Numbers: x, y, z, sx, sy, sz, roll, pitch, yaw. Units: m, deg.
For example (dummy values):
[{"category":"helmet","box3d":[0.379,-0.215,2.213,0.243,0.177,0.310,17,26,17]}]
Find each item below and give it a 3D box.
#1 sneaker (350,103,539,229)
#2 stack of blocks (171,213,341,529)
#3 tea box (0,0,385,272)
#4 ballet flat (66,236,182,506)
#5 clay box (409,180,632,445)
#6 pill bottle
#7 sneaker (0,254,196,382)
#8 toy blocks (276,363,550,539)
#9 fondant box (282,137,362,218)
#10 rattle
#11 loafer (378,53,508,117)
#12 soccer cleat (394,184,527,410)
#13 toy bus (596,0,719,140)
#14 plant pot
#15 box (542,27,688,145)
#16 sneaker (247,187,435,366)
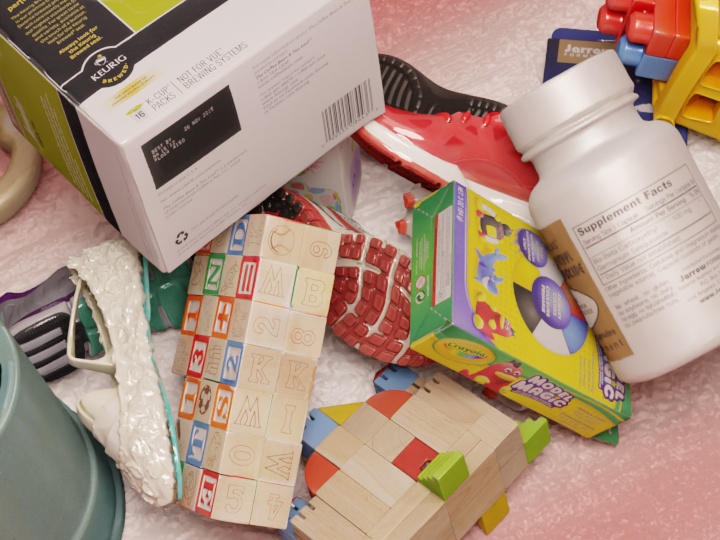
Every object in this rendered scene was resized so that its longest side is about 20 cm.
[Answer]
[{"category":"sneaker","box3d":[0.094,-0.102,1.111,0.198,0.078,0.116,26,89,-13]},{"category":"stack of blocks","box3d":[-0.081,0.066,1.062,0.058,0.115,0.203,13,85,-28]},{"category":"tea box","box3d":[-0.123,-0.145,1.037,0.199,0.134,0.197,-36,57,-18]},{"category":"ballet flat","box3d":[-0.167,0.072,1.058,0.071,0.072,0.202,-12,64,-2]},{"category":"clay box","box3d":[0.121,0.034,1.058,0.199,0.047,0.116,26,50,-31]},{"category":"pill bottle","box3d":[0.177,-0.037,1.031,0.114,0.114,0.201,-28,89,-13]},{"category":"sneaker","box3d":[-0.184,0.008,1.165,0.198,0.075,0.088,-22,38,-18]},{"category":"toy blocks","box3d":[0.013,0.137,1.059,0.136,0.100,0.200,31,64,35]},{"category":"fondant box","box3d":[-0.103,-0.107,1.183,0.198,0.145,0.059,8,56,10]},{"category":"rattle","box3d":[-0.324,-0.079,1.195,0.129,0.143,0.201,23,54,-2]},{"category":"loafer","box3d":[0.054,-0.109,1.222,0.199,0.071,0.073,29,83,37]},{"category":"soccer cleat","box3d":[0.095,0.009,1.139,0.077,0.070,0.201,-12,58,-23]},{"category":"toy bus","box3d":[0.279,-0.188,1.143,0.190,0.201,0.137,13,58,-5]},{"category":"plant pot","box3d":[-0.273,0.125,1.021,0.198,0.197,0.202,-3,56,4]},{"category":"box","box3d":[0.201,-0.122,1.232,0.120,0.033,0.202,5,57,9]},{"category":"sneaker","box3d":[0.000,0.000,1.134,0.200,0.082,0.078,39,106,32]}]
